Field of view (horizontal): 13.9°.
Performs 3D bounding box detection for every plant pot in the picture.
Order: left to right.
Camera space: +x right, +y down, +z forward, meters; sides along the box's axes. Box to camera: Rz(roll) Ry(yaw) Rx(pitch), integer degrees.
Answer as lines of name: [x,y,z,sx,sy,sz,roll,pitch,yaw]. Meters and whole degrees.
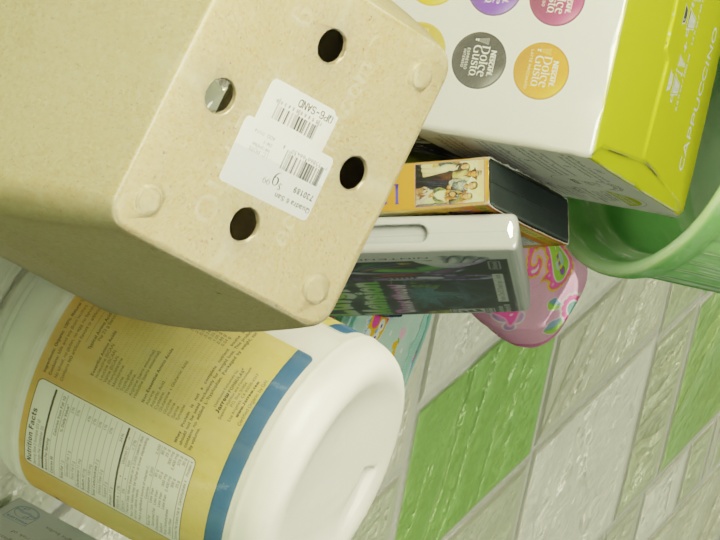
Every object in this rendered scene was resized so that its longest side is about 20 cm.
plant pot: [-0.082,-0.080,1.296,0.200,0.177,0.201,29,85,-42]

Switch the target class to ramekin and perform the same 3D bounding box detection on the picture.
ramekin: [0.208,-0.082,1.745,0.097,0.200,0.201,17,100,-30]

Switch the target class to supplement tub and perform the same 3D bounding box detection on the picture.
supplement tub: [-0.094,0.064,1.476,0.145,0.200,0.145,-50,155,-33]

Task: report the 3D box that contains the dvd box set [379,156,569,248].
dvd box set: [-0.001,-0.030,1.608,0.146,0.199,0.030,19,69,-67]

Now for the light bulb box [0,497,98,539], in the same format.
light bulb box: [-0.205,0.256,1.533,0.200,0.125,0.199,-29,139,-57]

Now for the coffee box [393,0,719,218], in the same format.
coffee box: [0.086,-0.155,1.616,0.200,0.197,0.200,23,79,-68]

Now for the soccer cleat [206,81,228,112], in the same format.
soccer cleat: [-0.108,-0.069,1.474,0.078,0.069,0.200,-42,171,19]

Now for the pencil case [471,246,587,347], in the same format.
pencil case: [0.068,-0.028,1.840,0.200,0.087,0.088,40,76,-48]

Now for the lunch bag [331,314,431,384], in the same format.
lunch bag: [-0.025,0.080,1.817,0.160,0.077,0.201,4,109,-67]

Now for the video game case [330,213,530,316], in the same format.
video game case: [0.000,0.000,1.619,0.200,0.181,0.023,62,27,-79]
